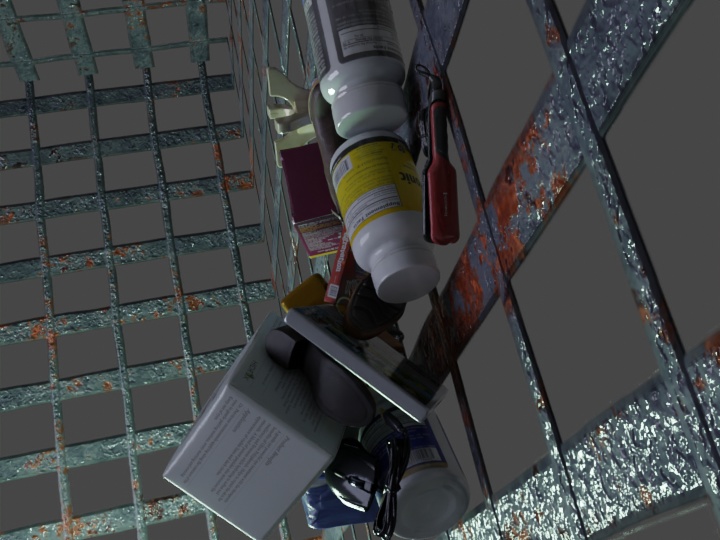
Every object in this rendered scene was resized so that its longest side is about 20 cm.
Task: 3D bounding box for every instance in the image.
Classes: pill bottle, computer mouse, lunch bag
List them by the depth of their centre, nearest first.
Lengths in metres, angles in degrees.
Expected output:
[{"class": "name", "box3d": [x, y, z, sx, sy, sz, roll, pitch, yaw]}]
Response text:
[{"class": "pill bottle", "box3d": [0.034, -0.066, 1.059, 0.112, 0.109, 0.203, 99, 159, -57]}, {"class": "pill bottle", "box3d": [-0.005, -0.279, 1.080, 0.114, 0.111, 0.204, 120, 140, -72]}, {"class": "computer mouse", "box3d": [-0.001, 0.237, 1.080, 0.200, 0.045, 0.143, -154, 76, -66]}, {"class": "pill bottle", "box3d": [0.062, 0.244, 1.141, 0.201, 0.117, 0.122, -114, 18, -53]}, {"class": "lunch bag", "box3d": [-0.023, 0.347, 1.447, 0.136, 0.196, 0.135, -146, 50, -82]}]

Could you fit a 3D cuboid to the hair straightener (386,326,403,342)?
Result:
[{"class": "hair straightener", "box3d": [0.033, 0.070, 1.357, 0.078, 0.041, 0.200, 58, 176, -31]}]

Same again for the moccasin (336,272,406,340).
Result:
[{"class": "moccasin", "box3d": [0.017, 0.038, 1.102, 0.078, 0.073, 0.202, -50, 7, 27]}]

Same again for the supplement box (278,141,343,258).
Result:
[{"class": "supplement box", "box3d": [-0.065, -0.119, 1.447, 0.200, 0.101, 0.133, 72, -174, -74]}]

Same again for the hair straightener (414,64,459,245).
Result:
[{"class": "hair straightener", "box3d": [0.078, -0.131, 0.964, 0.077, 0.040, 0.204, -169, 70, -78]}]

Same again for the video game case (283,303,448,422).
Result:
[{"class": "video game case", "box3d": [0.013, 0.107, 1.041, 0.199, 0.022, 0.182, 36, -173, 11]}]

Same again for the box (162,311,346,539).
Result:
[{"class": "box", "box3d": [-0.129, 0.212, 1.168, 0.200, 0.170, 0.201, -53, 5, 28]}]

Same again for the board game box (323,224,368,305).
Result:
[{"class": "board game box", "box3d": [0.000, 0.000, 1.200, 0.200, 0.019, 0.105, 15, -89, -73]}]

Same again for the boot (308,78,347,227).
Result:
[{"class": "boot", "box3d": [-0.023, -0.159, 1.223, 0.168, 0.071, 0.202, -103, 0, -48]}]

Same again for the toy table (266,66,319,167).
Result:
[{"class": "toy table", "box3d": [-0.111, -0.294, 1.598, 0.200, 0.115, 0.188, -143, 45, -75]}]

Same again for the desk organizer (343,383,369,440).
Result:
[{"class": "desk organizer", "box3d": [0.000, 0.209, 1.279, 0.071, 0.076, 0.204, 16, 92, 39]}]

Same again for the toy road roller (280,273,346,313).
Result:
[{"class": "toy road roller", "box3d": [-0.061, 0.083, 1.458, 0.147, 0.122, 0.200, 54, 180, -2]}]

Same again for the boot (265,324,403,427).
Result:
[{"class": "boot", "box3d": [-0.006, 0.128, 1.145, 0.187, 0.198, 0.070, 29, 110, 31]}]
